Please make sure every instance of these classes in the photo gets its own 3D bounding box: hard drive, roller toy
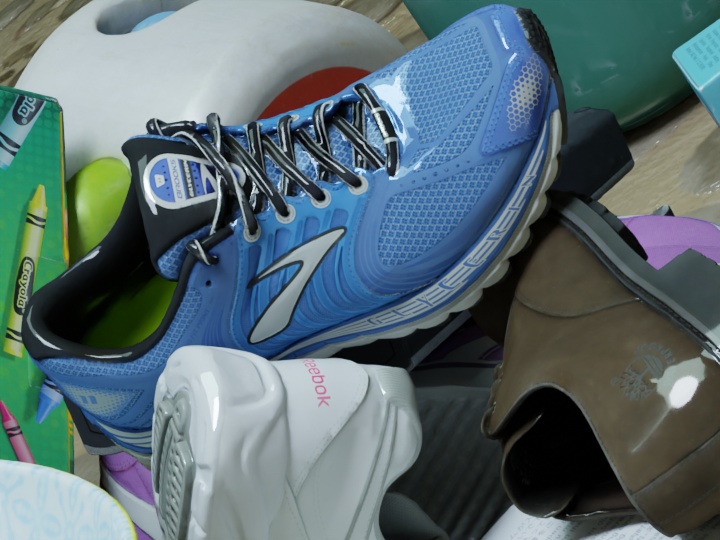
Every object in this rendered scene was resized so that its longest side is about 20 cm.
[{"bbox_3d":[0.000,0.000,1.058,0.139,0.033,0.200,-16,13,32],"label":"hard drive"},{"bbox_3d":[-0.061,-0.026,1.246,0.139,0.200,0.183,13,66,40],"label":"roller toy"}]

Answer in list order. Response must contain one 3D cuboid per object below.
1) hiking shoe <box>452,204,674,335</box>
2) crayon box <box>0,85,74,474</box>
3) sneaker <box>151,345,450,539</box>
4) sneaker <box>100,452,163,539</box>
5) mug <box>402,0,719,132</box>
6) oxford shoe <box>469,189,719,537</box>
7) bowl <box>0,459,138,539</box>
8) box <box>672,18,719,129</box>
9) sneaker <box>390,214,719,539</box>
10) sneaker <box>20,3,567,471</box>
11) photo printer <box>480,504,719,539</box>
[{"bbox_3d":[0.038,0.037,1.154,0.199,0.076,0.101,-23,11,20],"label":"hiking shoe"},{"bbox_3d":[-0.162,0.041,1.133,0.119,0.058,0.201,-40,47,48],"label":"crayon box"},{"bbox_3d":[-0.020,0.110,0.932,0.099,0.201,0.078,-3,41,-16],"label":"sneaker"},{"bbox_3d":[-0.038,0.117,1.081,0.072,0.115,0.201,-8,34,-27],"label":"sneaker"},{"bbox_3d":[0.104,-0.137,1.345,0.152,0.115,0.185,-34,19,11],"label":"mug"},{"bbox_3d":[0.064,0.029,0.890,0.084,0.073,0.200,-42,18,-5],"label":"oxford shoe"},{"bbox_3d":[-0.158,0.149,0.916,0.199,0.108,0.200,-7,21,3],"label":"bowl"},{"bbox_3d":[0.223,-0.102,1.104,0.200,0.082,0.049,-36,20,7],"label":"box"},{"bbox_3d":[0.060,0.036,1.031,0.199,0.073,0.114,-11,31,-2],"label":"sneaker"},{"bbox_3d":[-0.023,-0.015,0.905,0.200,0.089,0.079,-38,47,18],"label":"sneaker"},{"bbox_3d":[0.106,0.096,0.875,0.166,0.070,0.200,-43,19,-14],"label":"photo printer"}]
